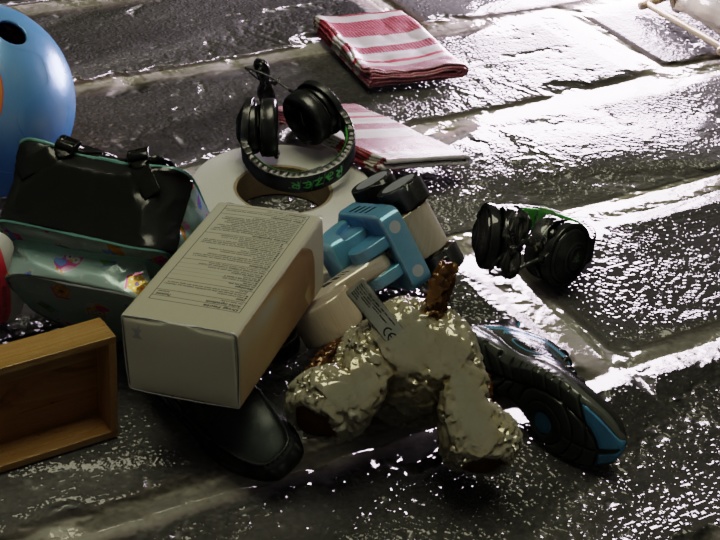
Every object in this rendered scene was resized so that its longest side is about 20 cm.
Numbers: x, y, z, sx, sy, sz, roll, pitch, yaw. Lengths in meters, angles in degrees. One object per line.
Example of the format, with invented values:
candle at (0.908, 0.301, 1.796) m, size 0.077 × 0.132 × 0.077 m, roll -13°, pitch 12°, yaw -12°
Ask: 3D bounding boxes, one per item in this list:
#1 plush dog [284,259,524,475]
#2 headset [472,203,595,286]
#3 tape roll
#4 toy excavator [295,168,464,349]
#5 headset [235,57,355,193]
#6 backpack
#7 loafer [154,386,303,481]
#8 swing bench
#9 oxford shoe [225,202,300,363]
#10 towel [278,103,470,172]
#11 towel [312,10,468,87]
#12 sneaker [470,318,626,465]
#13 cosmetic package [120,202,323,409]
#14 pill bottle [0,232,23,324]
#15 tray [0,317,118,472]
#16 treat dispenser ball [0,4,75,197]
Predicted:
plush dog at (0.038, 0.079, 1.240) m, size 0.197 × 0.163 × 0.172 m, roll 12°, pitch -9°, yaw -7°
headset at (0.170, -0.039, 1.481) m, size 0.122 × 0.095 × 0.200 m, roll 13°, pitch 21°, yaw 14°
tape roll at (-0.082, -0.072, 1.563) m, size 0.200 × 0.037 × 0.204 m, roll 4°, pitch 32°, yaw -3°
toy excavator at (0.000, 0.000, 1.394) m, size 0.199 × 0.101 × 0.194 m, roll -35°, pitch 17°, yaw -17°
headset at (-0.079, -0.155, 1.607) m, size 0.122 × 0.095 × 0.201 m, roll -17°, pitch 53°, yaw -12°
backpack at (-0.217, -0.019, 1.325) m, size 0.173 × 0.156 × 0.200 m, roll 7°, pitch -11°, yaw 12°
loafer at (-0.124, 0.107, 1.225) m, size 0.068 × 0.071 × 0.200 m, roll -45°, pitch 49°, yaw -14°
swing bench at (0.541, -0.403, 2.107) m, size 0.198 × 0.131 × 0.199 m, roll -6°, pitch 33°, yaw -28°
oxford shoe at (-0.100, -0.011, 1.395) m, size 0.072 × 0.085 × 0.201 m, roll -14°, pitch 43°, yaw -17°
towel at (0.010, -0.151, 1.682) m, size 0.143 × 0.023 × 0.199 m, roll -8°, pitch 27°, yaw -42°
towel at (0.036, -0.297, 1.943) m, size 0.142 × 0.023 × 0.200 m, roll -9°, pitch 34°, yaw -23°
sneaker at (0.167, 0.096, 1.298) m, size 0.081 × 0.074 × 0.199 m, roll -18°, pitch 39°, yaw -35°
cosmetic package at (-0.109, 0.024, 1.220) m, size 0.104 × 0.072 × 0.200 m, roll 10°, pitch 32°, yaw 17°
pill bottle at (-0.407, 0.017, 1.302) m, size 0.198 × 0.112 × 0.110 m, roll -18°, pitch 38°, yaw -32°
tray at (-0.292, 0.111, 1.179) m, size 0.198 × 0.100 × 0.037 m, roll -15°, pitch 35°, yaw -29°
treat dispenser ball at (-0.395, -0.174, 1.524) m, size 0.198 × 0.203 × 0.202 m, roll 4°, pitch 31°, yaw -2°
